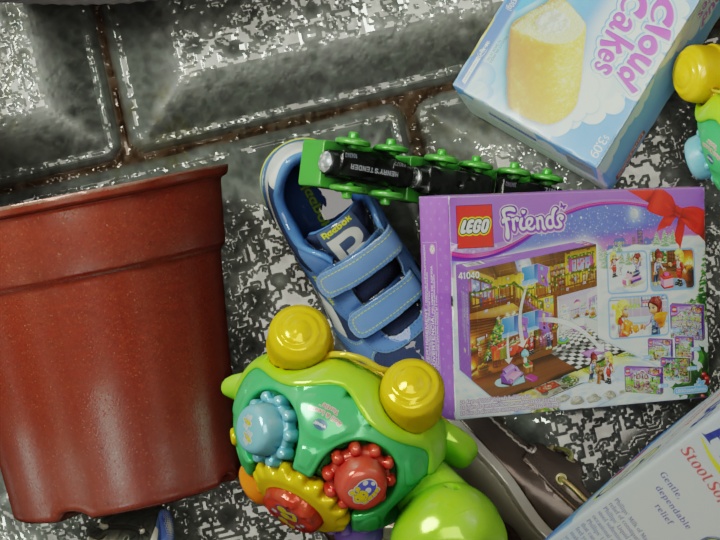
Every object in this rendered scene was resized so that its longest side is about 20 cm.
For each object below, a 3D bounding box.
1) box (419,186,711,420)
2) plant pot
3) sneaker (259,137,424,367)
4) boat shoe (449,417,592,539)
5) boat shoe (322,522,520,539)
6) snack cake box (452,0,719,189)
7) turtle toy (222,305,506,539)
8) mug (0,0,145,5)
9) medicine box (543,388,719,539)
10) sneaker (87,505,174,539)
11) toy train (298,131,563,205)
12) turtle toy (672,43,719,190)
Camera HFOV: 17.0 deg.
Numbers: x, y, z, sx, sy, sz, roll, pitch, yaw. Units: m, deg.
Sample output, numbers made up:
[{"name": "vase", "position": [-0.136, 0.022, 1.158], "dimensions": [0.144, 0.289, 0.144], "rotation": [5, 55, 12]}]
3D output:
[{"name": "box", "position": [0.131, 0.018, 1.523], "dimensions": [0.199, 0.039, 0.138], "rotation": [-3, 92, -30]}, {"name": "plant pot", "position": [-0.163, 0.047, 1.514], "dimensions": [0.199, 0.201, 0.197], "rotation": [-11, 94, 0]}, {"name": "sneaker", "position": [0.000, 0.000, 1.560], "dimensions": [0.074, 0.082, 0.200], "rotation": [-38, 86, -4]}, {"name": "boat shoe", "position": [0.124, 0.151, 1.552], "dimensions": [0.059, 0.072, 0.200], "rotation": [-40, 80, -20]}, {"name": "boat shoe", "position": [0.001, 0.166, 1.552], "dimensions": [0.201, 0.075, 0.075], "rotation": [27, 114, 16]}, {"name": "snack cake box", "position": [0.163, -0.168, 1.566], "dimensions": [0.115, 0.067, 0.201], "rotation": [30, 86, 19]}, {"name": "turtle toy", "position": [0.001, 0.116, 1.440], "dimensions": [0.199, 0.146, 0.101], "rotation": [26, 65, 12]}, {"name": "mug", "position": [-0.153, -0.248, 1.526], "dimensions": [0.174, 0.200, 0.149], "rotation": [1, 80, -5]}, {"name": "medicine box", "position": [0.237, 0.125, 1.455], "dimensions": [0.103, 0.182, 0.200], "rotation": [51, 127, 5]}, {"name": "sneaker", "position": [-0.134, 0.241, 1.529], "dimensions": [0.089, 0.078, 0.202], "rotation": [-8, 107, -42]}, {"name": "toy train", "position": [0.047, -0.056, 1.530], "dimensions": [0.199, 0.056, 0.042], "rotation": [8, 88, -37]}, {"name": "turtle toy", "position": [0.281, -0.067, 1.516], "dimensions": [0.145, 0.200, 0.102], "rotation": [3, 116, -25]}]
